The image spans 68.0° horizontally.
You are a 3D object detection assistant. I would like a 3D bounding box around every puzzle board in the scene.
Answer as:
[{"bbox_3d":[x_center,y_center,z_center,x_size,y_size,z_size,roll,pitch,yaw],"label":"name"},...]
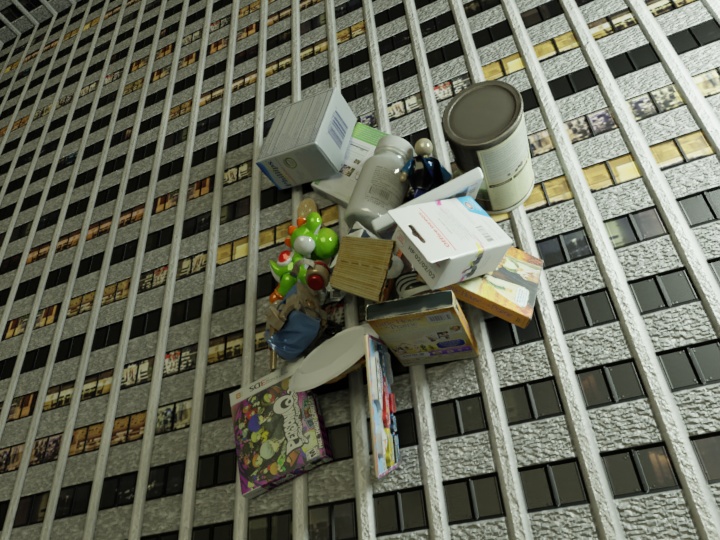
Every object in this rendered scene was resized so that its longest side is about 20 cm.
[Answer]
[{"bbox_3d":[0.037,0.212,0.848,0.017,0.151,0.208,-8,76,12],"label":"puzzle board"}]

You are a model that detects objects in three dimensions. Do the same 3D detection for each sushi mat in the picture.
[{"bbox_3d":[0.000,-0.007,0.897,0.198,0.012,0.099,13,85,63],"label":"sushi mat"}]

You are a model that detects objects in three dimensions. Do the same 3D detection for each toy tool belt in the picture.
[{"bbox_3d":[-0.118,0.092,0.998,0.202,0.122,0.125,-55,14,33],"label":"toy tool belt"}]

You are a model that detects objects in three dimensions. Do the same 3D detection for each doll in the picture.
[{"bbox_3d":[0.144,-0.176,1.094,0.132,0.049,0.207,-1,69,-22],"label":"doll"}]

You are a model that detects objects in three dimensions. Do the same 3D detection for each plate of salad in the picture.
[{"bbox_3d":[-0.041,0.160,0.956,0.196,0.049,0.200,-32,11,7],"label":"plate of salad"}]

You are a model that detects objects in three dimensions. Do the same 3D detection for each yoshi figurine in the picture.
[{"bbox_3d":[-0.107,-0.013,1.092,0.112,0.110,0.205,36,107,35],"label":"yoshi figurine"}]

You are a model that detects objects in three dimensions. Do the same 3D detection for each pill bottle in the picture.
[{"bbox_3d":[0.047,-0.177,1.132,0.111,0.115,0.205,8,65,29],"label":"pill bottle"}]

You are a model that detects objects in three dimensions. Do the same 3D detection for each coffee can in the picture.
[{"bbox_3d":[0.246,-0.226,1.008,0.142,0.201,0.151,-12,55,18],"label":"coffee can"}]

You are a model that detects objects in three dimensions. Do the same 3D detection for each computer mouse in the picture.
[{"bbox_3d":[-0.045,0.029,1.102,0.107,0.044,0.205,18,75,35],"label":"computer mouse"}]

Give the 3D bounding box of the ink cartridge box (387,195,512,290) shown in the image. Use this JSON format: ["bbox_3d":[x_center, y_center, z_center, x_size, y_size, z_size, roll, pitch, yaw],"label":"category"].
[{"bbox_3d":[0.129,-0.044,0.829,0.195,0.069,0.116,-13,53,-38],"label":"ink cartridge box"}]

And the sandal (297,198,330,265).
[{"bbox_3d":[-0.113,-0.090,1.187,0.076,0.070,0.216,-27,53,9],"label":"sandal"}]

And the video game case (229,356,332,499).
[{"bbox_3d":[-0.155,0.290,1.002,0.177,0.036,0.204,-26,53,10],"label":"video game case"}]

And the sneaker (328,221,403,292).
[{"bbox_3d":[0.000,0.000,1.000,0.131,0.078,0.199,-54,35,9],"label":"sneaker"}]

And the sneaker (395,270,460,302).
[{"bbox_3d":[0.151,0.055,0.975,0.193,0.120,0.076,-8,25,-18],"label":"sneaker"}]

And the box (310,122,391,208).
[{"bbox_3d":[-0.008,-0.246,1.252,0.142,0.036,0.202,29,78,36],"label":"box"}]

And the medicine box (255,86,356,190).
[{"bbox_3d":[-0.130,-0.314,1.282,0.195,0.103,0.187,-8,52,35],"label":"medicine box"}]

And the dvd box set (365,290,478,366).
[{"bbox_3d":[0.107,0.102,0.881,0.141,0.201,0.030,-12,56,19],"label":"dvd box set"}]

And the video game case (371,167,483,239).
[{"bbox_3d":[0.118,-0.107,0.942,0.195,0.182,0.024,-26,83,6],"label":"video game case"}]

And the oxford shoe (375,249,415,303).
[{"bbox_3d":[0.089,0.021,1.034,0.071,0.072,0.205,20,75,13],"label":"oxford shoe"}]

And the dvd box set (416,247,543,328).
[{"bbox_3d":[0.208,-0.002,0.915,0.195,0.030,0.148,25,48,9],"label":"dvd box set"}]
